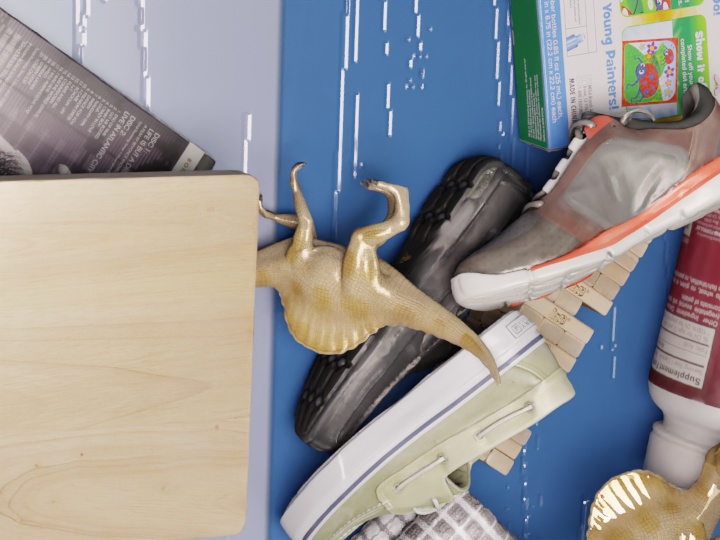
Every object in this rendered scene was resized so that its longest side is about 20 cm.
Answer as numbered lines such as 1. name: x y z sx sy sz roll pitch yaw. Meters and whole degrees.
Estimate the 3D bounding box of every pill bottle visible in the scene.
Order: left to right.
1. pill bottle: 0.239 0.039 1.364 0.113 0.114 0.202 8 98 -25

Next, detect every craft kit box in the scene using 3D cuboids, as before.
1. craft kit box: 0.181 -0.186 1.327 0.196 0.048 0.202 -10 105 -19

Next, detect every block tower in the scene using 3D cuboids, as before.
1. block tower: 0.110 0.019 1.335 0.054 0.058 0.201 32 87 -27

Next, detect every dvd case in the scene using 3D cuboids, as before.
1. dvd case: -0.194 -0.052 1.207 0.200 0.016 0.149 35 87 -26

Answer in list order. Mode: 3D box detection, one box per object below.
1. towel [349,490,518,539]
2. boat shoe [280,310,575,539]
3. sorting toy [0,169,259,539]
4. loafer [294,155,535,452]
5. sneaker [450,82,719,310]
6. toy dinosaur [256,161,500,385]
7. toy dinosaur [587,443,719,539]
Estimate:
1. towel: 0.059 0.237 1.346 0.166 0.086 0.200 -48 115 -6
2. boat shoe: 0.035 0.105 1.271 0.200 0.072 0.062 -43 80 26
3. sorting toy: -0.162 0.043 1.197 0.199 0.070 0.200 -2 104 -23
4. loafer: 0.038 0.027 1.298 0.070 0.068 0.201 39 82 -20
5. sneaker: 0.129 -0.044 1.274 0.199 0.077 0.082 -26 84 -16
6. toy dinosaur: 0.000 0.000 1.254 0.199 0.058 0.102 14 91 17
7. toy dinosaur: 0.162 0.171 1.307 0.199 0.058 0.102 -31 93 -6
